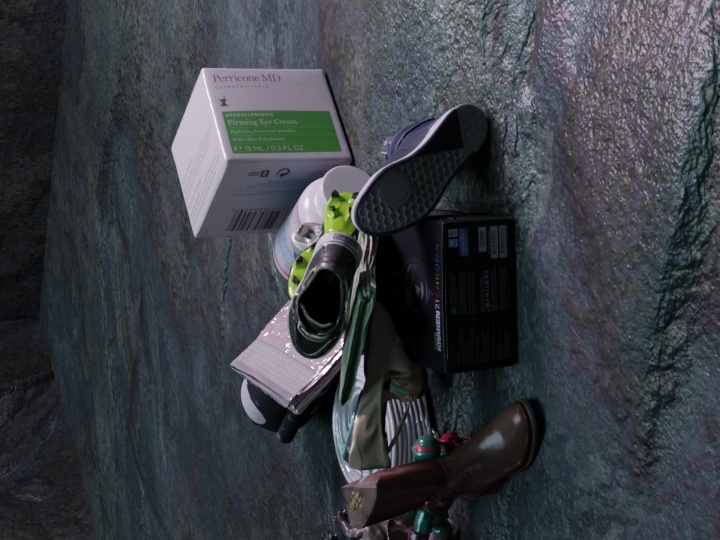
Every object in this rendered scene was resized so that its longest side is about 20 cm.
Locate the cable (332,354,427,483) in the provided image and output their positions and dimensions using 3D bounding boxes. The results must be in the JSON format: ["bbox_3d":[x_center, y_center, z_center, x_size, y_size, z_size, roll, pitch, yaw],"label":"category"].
[{"bbox_3d":[0.026,0.206,1.717,0.200,0.069,0.201,-171,78,-65],"label":"cable"}]

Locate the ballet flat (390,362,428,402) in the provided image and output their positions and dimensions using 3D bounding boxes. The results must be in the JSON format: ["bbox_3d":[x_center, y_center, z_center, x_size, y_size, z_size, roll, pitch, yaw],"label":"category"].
[{"bbox_3d":[0.036,0.085,1.635,0.071,0.065,0.200,-61,27,27],"label":"ballet flat"}]

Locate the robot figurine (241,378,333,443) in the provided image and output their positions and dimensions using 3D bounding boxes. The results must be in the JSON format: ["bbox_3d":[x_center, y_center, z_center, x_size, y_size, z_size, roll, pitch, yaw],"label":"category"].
[{"bbox_3d":[-0.110,0.172,1.953,0.150,0.125,0.200,50,145,15],"label":"robot figurine"}]

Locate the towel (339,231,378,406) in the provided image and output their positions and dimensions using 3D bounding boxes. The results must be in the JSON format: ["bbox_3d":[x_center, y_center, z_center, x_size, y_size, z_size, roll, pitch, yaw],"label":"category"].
[{"bbox_3d":[0.000,0.038,1.487,0.200,0.023,0.153,-87,8,-58],"label":"towel"}]

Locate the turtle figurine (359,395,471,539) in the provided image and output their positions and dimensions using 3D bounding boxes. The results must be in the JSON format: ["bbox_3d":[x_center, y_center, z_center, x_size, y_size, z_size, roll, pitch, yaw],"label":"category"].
[{"bbox_3d":[0.074,0.266,1.564,0.101,0.149,0.201,14,117,46],"label":"turtle figurine"}]

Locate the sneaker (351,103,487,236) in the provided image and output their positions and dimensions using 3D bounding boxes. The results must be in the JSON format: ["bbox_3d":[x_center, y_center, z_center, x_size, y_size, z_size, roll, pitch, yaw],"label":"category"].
[{"bbox_3d":[0.047,-0.107,1.490,0.077,0.202,0.146,52,160,-13],"label":"sneaker"}]

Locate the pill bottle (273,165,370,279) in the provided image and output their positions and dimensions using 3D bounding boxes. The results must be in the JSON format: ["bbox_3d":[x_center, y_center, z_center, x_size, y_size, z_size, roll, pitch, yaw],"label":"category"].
[{"bbox_3d":[-0.046,-0.062,1.779,0.200,0.108,0.109,129,131,-57],"label":"pill bottle"}]

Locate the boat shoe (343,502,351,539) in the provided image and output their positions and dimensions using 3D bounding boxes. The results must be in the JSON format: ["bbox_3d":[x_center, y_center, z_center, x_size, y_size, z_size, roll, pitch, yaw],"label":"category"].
[{"bbox_3d":[0.015,0.380,1.774,0.200,0.068,0.084,-136,47,-55],"label":"boat shoe"}]

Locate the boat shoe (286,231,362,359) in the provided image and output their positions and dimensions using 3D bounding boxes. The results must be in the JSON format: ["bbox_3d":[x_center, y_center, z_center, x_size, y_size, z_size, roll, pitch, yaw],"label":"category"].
[{"bbox_3d":[-0.049,0.043,1.434,0.200,0.070,0.064,105,-176,-47],"label":"boat shoe"}]

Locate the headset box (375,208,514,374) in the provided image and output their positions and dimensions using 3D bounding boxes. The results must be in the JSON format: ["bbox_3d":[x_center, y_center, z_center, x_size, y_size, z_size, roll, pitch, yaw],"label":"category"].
[{"bbox_3d":[0.093,0.018,1.504,0.200,0.092,0.175,-165,72,-66],"label":"headset box"}]

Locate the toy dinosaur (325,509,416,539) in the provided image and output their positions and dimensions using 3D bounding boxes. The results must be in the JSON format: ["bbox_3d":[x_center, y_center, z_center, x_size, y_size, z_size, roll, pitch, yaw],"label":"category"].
[{"bbox_3d":[-0.002,0.385,1.689,0.200,0.077,0.102,-52,39,5],"label":"toy dinosaur"}]

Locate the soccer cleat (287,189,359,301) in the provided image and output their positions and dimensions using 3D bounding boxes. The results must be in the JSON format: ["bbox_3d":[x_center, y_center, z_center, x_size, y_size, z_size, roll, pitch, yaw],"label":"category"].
[{"bbox_3d":[-0.036,-0.015,1.563,0.200,0.067,0.081,-66,-21,-43],"label":"soccer cleat"}]

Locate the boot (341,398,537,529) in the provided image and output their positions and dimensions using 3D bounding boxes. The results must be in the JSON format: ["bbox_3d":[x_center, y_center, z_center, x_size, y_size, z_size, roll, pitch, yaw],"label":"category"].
[{"bbox_3d":[0.085,0.220,1.427,0.187,0.199,0.064,111,144,-45],"label":"boot"}]

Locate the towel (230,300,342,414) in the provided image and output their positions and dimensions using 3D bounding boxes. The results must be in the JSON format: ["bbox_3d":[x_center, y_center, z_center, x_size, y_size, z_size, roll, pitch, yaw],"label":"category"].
[{"bbox_3d":[-0.078,0.099,1.807,0.032,0.191,0.200,50,165,-31],"label":"towel"}]

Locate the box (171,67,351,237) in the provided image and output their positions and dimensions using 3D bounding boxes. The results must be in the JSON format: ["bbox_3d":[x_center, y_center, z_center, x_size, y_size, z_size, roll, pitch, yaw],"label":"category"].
[{"bbox_3d":[-0.149,-0.173,1.875,0.200,0.198,0.172,123,137,-51],"label":"box"}]

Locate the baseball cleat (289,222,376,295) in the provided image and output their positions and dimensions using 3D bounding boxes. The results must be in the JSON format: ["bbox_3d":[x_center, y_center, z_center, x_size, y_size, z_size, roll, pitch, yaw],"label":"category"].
[{"bbox_3d":[0.000,0.000,1.681,0.200,0.070,0.107,28,153,20],"label":"baseball cleat"}]

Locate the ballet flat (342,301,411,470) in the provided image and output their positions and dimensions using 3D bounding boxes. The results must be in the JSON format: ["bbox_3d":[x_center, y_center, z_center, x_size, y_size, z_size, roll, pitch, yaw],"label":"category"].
[{"bbox_3d":[0.028,0.135,1.473,0.069,0.069,0.201,152,131,-64],"label":"ballet flat"}]
